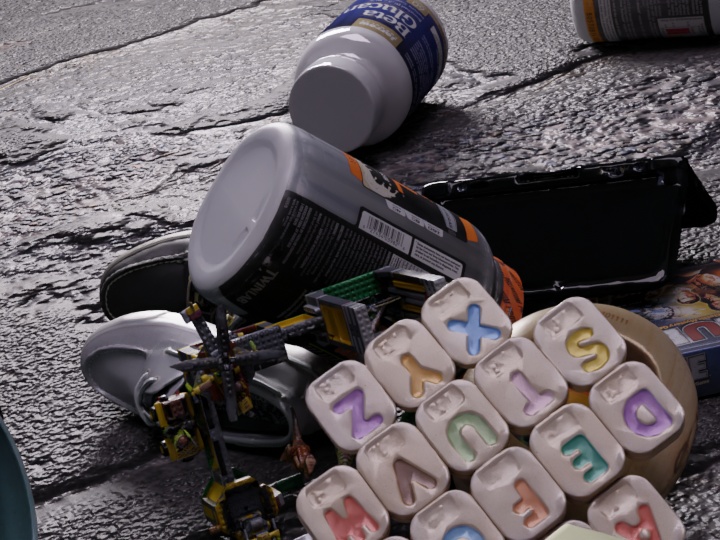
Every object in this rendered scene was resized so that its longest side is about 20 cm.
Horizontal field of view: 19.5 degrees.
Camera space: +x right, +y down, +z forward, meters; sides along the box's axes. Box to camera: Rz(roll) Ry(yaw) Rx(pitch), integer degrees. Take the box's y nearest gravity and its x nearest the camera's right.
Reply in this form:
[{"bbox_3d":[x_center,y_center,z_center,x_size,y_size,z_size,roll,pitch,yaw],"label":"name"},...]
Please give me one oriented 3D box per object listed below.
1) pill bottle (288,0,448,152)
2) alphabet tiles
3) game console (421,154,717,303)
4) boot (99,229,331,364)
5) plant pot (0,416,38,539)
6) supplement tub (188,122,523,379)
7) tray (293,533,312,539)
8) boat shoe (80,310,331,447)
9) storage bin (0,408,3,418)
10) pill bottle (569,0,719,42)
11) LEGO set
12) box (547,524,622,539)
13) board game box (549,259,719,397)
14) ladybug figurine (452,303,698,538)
[{"bbox_3d":[0.004,-0.179,1.909,0.110,0.112,0.200,-1,23,19],"label":"pill bottle"},{"bbox_3d":[0.069,0.102,1.110,0.199,0.015,0.196,-34,66,-10],"label":"alphabet tiles"},{"bbox_3d":[0.144,-0.010,1.498,0.198,0.118,0.176,-5,-18,21],"label":"game console"},{"bbox_3d":[-0.095,0.025,1.475,0.201,0.074,0.154,-3,17,4],"label":"boot"},{"bbox_3d":[-0.294,0.144,1.141,0.134,0.201,0.200,-28,9,34],"label":"plant pot"},{"bbox_3d":[0.000,0.000,1.337,0.199,0.123,0.122,28,5,-27],"label":"supplement tub"},{"bbox_3d":[-0.054,0.201,1.097,0.107,0.022,0.199,10,28,41],"label":"tray"},{"bbox_3d":[-0.111,0.079,1.376,0.198,0.073,0.068,14,27,26],"label":"boat shoe"},{"bbox_3d":[-0.327,0.094,1.378,0.134,0.095,0.199,-20,25,-28],"label":"storage bin"},{"bbox_3d":[0.310,-0.286,2.056,0.198,0.117,0.116,-1,23,17],"label":"pill bottle"},{"bbox_3d":[-0.013,0.079,1.208,0.198,0.155,0.116,-10,7,-18],"label":"LEGO set"},{"bbox_3d":[0.107,0.211,0.887,0.175,0.098,0.199,10,27,39],"label":"box"},{"bbox_3d":[0.238,0.035,1.384,0.198,0.035,0.136,-12,22,-7],"label":"board game box"},{"bbox_3d":[0.117,0.098,1.187,0.135,0.072,0.200,21,42,16],"label":"ladybug figurine"}]
